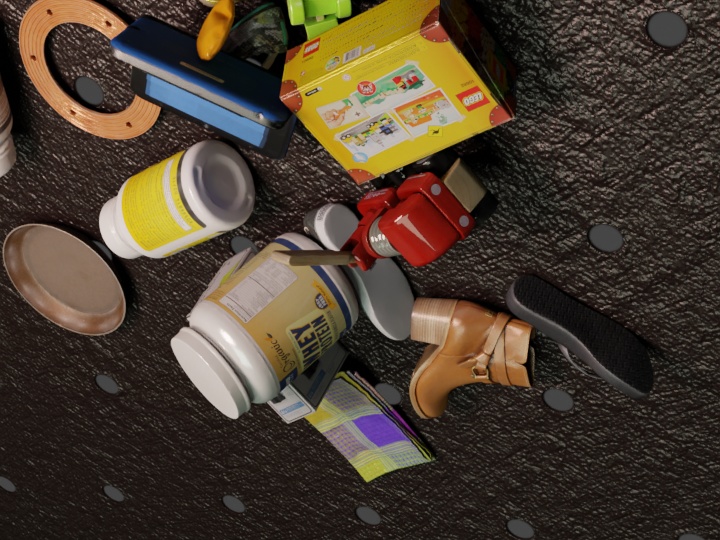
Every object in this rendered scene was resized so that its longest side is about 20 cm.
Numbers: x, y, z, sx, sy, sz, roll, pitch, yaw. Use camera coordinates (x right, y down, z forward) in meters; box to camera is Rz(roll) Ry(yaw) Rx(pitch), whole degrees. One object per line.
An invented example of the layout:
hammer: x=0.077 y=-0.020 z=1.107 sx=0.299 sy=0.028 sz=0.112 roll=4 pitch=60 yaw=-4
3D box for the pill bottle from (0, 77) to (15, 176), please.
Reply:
pill bottle: x=-0.500 y=-0.215 z=1.743 sx=0.112 sy=0.114 sz=0.202 roll=13 pitch=134 yaw=19

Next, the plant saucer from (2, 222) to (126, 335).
plant saucer: x=-0.411 y=0.007 z=1.968 sx=0.198 sy=0.032 sz=0.202 roll=17 pitch=135 yaw=17

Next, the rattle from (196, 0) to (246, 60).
rattle: x=-0.191 y=-0.340 z=1.446 sx=0.129 sy=0.143 sz=0.201 roll=12 pitch=142 yaw=44

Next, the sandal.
sandal: x=0.255 y=0.078 z=1.621 sx=0.199 sy=0.076 sz=0.043 roll=38 pitch=137 yaw=9

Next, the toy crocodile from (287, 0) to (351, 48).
toy crocodile: x=-0.042 y=-0.259 z=1.488 sx=0.066 sy=0.062 sz=0.202 roll=-10 pitch=137 yaw=-4

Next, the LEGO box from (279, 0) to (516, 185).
LEGO box: x=0.040 y=-0.192 z=1.437 sx=0.198 sy=0.078 sz=0.149 roll=-21 pitch=133 yaw=28

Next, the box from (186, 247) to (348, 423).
box: x=-0.118 y=0.085 z=1.807 sx=0.060 sy=0.117 sz=0.200 roll=-26 pitch=112 yaw=43

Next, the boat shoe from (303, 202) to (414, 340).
boat shoe: x=0.000 y=0.000 z=1.706 sx=0.056 sy=0.069 sz=0.201 roll=0 pitch=129 yaw=53

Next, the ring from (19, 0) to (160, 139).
ring: x=-0.325 y=-0.247 z=1.693 sx=0.198 sy=0.019 sz=0.202 roll=16 pitch=136 yaw=16

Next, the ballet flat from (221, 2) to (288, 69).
ballet flat: x=-0.153 y=-0.229 z=1.566 sx=0.199 sy=0.072 sz=0.072 roll=-23 pitch=116 yaw=40

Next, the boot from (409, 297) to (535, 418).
boot: x=0.141 y=0.124 z=1.728 sx=0.153 sy=0.074 sz=0.202 roll=11 pitch=136 yaw=16

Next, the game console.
game console: x=-0.171 y=-0.178 z=1.504 sx=0.198 sy=0.171 sz=0.119 roll=24 pitch=116 yaw=0

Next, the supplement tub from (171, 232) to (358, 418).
supplement tub: x=-0.115 y=0.067 z=1.674 sx=0.144 sy=0.200 sz=0.145 roll=41 pitch=158 yaw=20

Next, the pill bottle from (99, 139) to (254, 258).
pill bottle: x=-0.232 y=-0.079 z=1.725 sx=0.199 sy=0.112 sz=0.112 roll=-20 pitch=117 yaw=40

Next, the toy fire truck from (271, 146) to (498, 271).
toy fire truck: x=0.021 y=-0.046 z=1.517 sx=0.129 sy=0.201 sz=0.175 roll=46 pitch=160 yaw=-18

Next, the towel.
towel: x=-0.004 y=0.214 z=1.917 sx=0.143 sy=0.023 sz=0.200 roll=-21 pitch=122 yaw=40
